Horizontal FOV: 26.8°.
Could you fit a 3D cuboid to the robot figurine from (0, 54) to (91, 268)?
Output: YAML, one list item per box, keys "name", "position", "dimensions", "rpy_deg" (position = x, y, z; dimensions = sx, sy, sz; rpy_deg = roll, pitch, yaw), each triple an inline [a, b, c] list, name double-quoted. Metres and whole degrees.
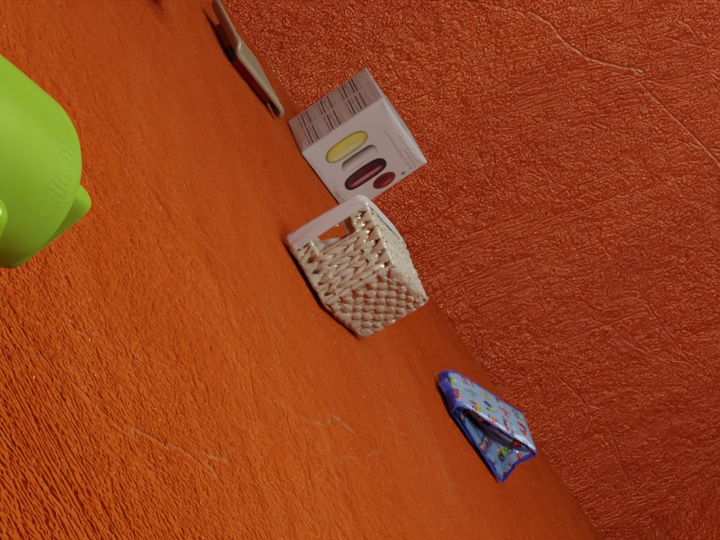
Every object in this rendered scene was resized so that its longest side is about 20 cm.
- name: "robot figurine"
  position: [-0.232, -0.072, 0.834]
  dimensions: [0.176, 0.115, 0.200]
  rpy_deg: [59, 7, 27]

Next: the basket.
- name: "basket"
  position: [0.000, 0.000, 2.177]
  dimensions: [0.124, 0.135, 0.200]
  rpy_deg: [64, 9, 25]

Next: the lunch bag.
- name: "lunch bag"
  position: [0.218, 0.265, 2.777]
  dimensions: [0.200, 0.094, 0.151]
  rpy_deg: [45, 13, -20]

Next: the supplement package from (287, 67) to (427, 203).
- name: "supplement package"
  position: [-0.007, -0.263, 3.097]
  dimensions: [0.191, 0.199, 0.147]
  rpy_deg: [51, 9, -34]

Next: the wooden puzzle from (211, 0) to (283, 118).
- name: "wooden puzzle"
  position: [-0.225, -0.408, 2.932]
  dimensions: [0.200, 0.037, 0.185]
  rpy_deg: [57, 4, -44]
